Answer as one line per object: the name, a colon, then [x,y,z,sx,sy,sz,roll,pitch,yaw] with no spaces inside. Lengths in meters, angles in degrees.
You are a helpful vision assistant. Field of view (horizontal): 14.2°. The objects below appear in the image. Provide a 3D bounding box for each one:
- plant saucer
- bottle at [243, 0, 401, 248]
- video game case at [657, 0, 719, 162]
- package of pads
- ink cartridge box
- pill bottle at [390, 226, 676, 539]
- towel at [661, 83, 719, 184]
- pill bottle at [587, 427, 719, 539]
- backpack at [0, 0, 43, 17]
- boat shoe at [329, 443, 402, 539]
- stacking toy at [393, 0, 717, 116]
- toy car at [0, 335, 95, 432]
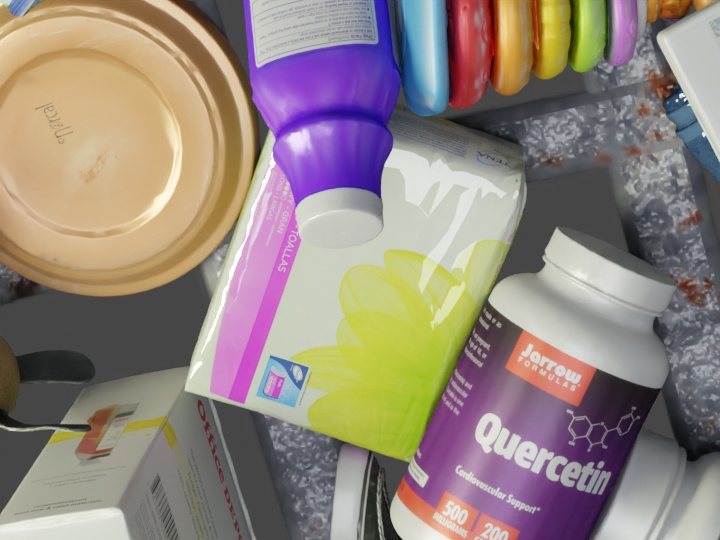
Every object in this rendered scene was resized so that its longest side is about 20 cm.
plant saucer: [-0.159,-0.078,1.702,0.199,0.032,0.202,3,110,7]
bottle: [-0.019,-0.111,1.590,0.083,0.065,0.201,-11,65,9]
video game case: [0.290,-0.097,1.591,0.199,0.023,0.183,-29,97,-2]
package of pads: [0.000,0.000,1.683,0.154,0.068,0.201,18,113,-4]
ink cartridge box: [-0.133,0.164,1.700,0.083,0.200,0.146,-10,109,15]
pill bottle: [0.104,0.081,1.659,0.112,0.112,0.201,25,99,-2]
towel: [0.272,-0.055,1.640,0.200,0.049,0.112,44,111,-9]
pill bottle: [0.229,0.178,1.698,0.199,0.114,0.114,26,112,-2]
backpack: [-0.195,-0.224,1.571,0.147,0.183,0.200,45,115,-8]
boat shoe: [0.019,0.194,1.763,0.063,0.071,0.201,-1,118,9]
stacking toy: [0.119,-0.150,1.610,0.199,0.116,0.110,-5,105,-5]
toy car: [-0.250,0.044,1.699,0.199,0.164,0.159,17,113,-9]
